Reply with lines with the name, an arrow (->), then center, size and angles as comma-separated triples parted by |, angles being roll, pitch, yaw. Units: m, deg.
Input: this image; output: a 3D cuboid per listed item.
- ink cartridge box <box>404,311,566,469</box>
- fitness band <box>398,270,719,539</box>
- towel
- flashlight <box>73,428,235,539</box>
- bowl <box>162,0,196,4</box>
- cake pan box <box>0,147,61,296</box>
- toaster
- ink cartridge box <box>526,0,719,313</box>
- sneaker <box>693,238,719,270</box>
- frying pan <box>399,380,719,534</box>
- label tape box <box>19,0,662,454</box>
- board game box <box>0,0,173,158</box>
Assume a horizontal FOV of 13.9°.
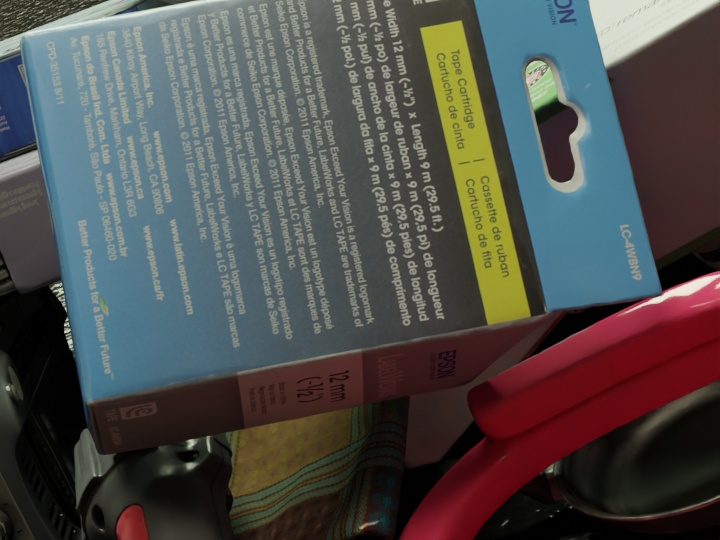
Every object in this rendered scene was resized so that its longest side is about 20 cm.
ink cartridge box -> 0.000, 0.000, 1.216 | 0.116, 0.067, 0.200 | -48, 27, -9
fitness band -> 0.097, 0.072, 0.976 | 0.200, 0.037, 0.144 | -28, 36, 13
towel -> -0.033, 0.041, 1.109 | 0.147, 0.022, 0.200 | -30, 38, 36
flashlight -> -0.067, 0.119, 1.003 | 0.068, 0.068, 0.200 | -1, 30, -12
bowl -> -0.011, -0.151, 1.220 | 0.200, 0.075, 0.200 | 13, 24, 5
cake pan box -> -0.154, -0.015, 1.187 | 0.184, 0.052, 0.200 | -22, 5, 12
toaster -> -0.167, 0.084, 1.170 | 0.129, 0.114, 0.200 | -23, 15, 7
ink cartridge box -> 0.135, -0.093, 1.131 | 0.146, 0.084, 0.200 | -30, 19, 32
sneaker -> 0.182, -0.073, 1.235 | 0.200, 0.076, 0.115 | -34, 20, -24
frying pan -> 0.090, 0.073, 1.039 | 0.190, 0.031, 0.115 | -28, 24, 4
label tape box -> -0.009, -0.027, 1.037 | 0.200, 0.143, 0.066 | -10, -21, -5
board game box -> -0.152, -0.076, 1.271 | 0.200, 0.043, 0.199 | -18, 9, 21
